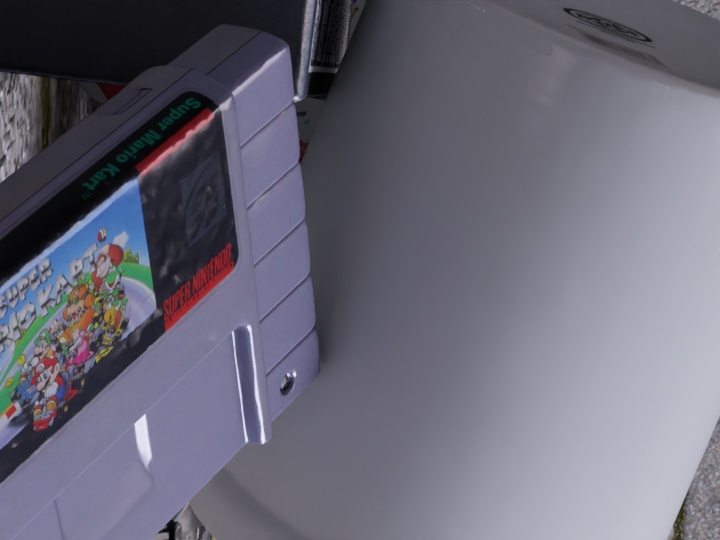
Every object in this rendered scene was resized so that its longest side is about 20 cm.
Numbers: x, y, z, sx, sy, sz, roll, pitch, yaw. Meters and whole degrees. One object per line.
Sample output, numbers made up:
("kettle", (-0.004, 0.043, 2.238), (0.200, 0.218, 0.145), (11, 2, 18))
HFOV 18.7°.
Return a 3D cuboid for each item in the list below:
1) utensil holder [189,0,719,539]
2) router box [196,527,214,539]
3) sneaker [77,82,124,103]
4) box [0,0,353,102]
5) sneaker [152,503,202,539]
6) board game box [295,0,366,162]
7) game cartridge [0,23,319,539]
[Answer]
("utensil holder", (0.050, 0.006, 0.734), (0.170, 0.170, 0.200), (-77, -173, -73))
("router box", (-0.098, 0.081, 1.151), (0.157, 0.052, 0.200), (-74, 169, -75))
("sneaker", (-0.057, -0.053, 0.920), (0.078, 0.116, 0.200), (-40, 161, -15))
("box", (-0.058, -0.160, 0.719), (0.198, 0.123, 0.200), (-67, 164, -85))
("sneaker", (-0.096, 0.090, 0.854), (0.200, 0.082, 0.075), (-76, 171, -74))
("board game box", (0.000, 0.000, 0.909), (0.200, 0.064, 0.148), (-61, 139, -28))
("game cartridge", (-0.079, 0.033, 0.582), (0.200, 0.038, 0.130), (-44, 147, -39))
